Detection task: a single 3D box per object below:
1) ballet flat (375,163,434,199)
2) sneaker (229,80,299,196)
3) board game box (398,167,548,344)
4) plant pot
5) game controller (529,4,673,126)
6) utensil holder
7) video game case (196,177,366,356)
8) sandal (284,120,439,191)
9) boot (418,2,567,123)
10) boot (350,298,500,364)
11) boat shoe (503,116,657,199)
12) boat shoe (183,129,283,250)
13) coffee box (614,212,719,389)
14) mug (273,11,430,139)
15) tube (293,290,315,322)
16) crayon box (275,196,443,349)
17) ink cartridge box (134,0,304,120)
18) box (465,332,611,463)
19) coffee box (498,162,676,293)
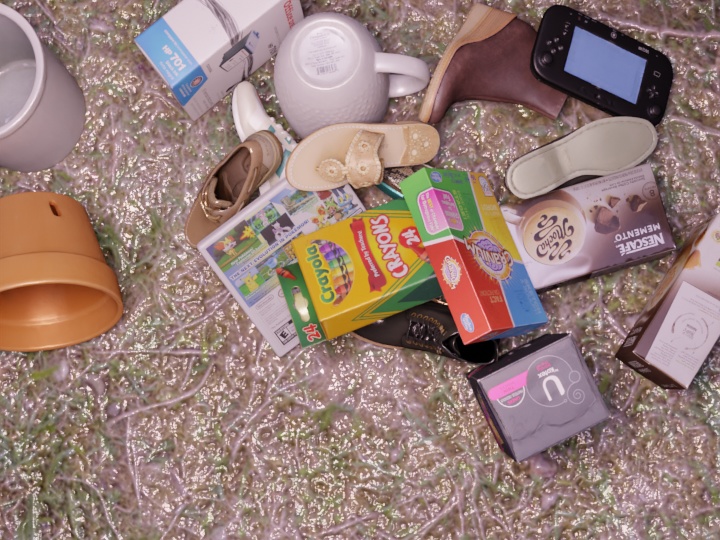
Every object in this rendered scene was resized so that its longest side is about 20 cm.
[{"bbox_3d":[0.104,-0.083,1.415,0.200,0.068,0.075,43,84,10],"label":"ballet flat"},{"bbox_3d":[-0.096,-0.151,1.414,0.092,0.070,0.203,-17,93,12],"label":"sneaker"},{"bbox_3d":[0.134,-0.019,1.302,0.040,0.152,0.203,-29,76,31],"label":"board game box"},{"bbox_3d":[-0.399,-0.003,1.374,0.197,0.201,0.142,-12,66,1],"label":"plant pot"},{"bbox_3d":[0.308,-0.259,1.413,0.197,0.042,0.106,21,85,-16],"label":"game controller"},{"bbox_3d":[-0.445,-0.219,1.387,0.167,0.200,0.173,0,82,3],"label":"utensil holder"},{"bbox_3d":[-0.074,-0.020,1.395,0.199,0.022,0.183,-36,112,-2],"label":"video game case"},{"bbox_3d":[0.016,-0.139,1.343,0.209,0.069,0.079,-15,113,-26],"label":"sandal"},{"bbox_3d":[0.179,-0.236,1.411,0.165,0.072,0.202,30,68,1],"label":"boot"},{"bbox_3d":[0.076,0.071,1.354,0.196,0.138,0.079,2,98,4],"label":"boot"},{"bbox_3d":[0.277,-0.145,1.416,0.198,0.061,0.073,-18,94,0],"label":"boat shoe"},{"bbox_3d":[-0.173,-0.095,1.385,0.071,0.064,0.201,46,123,11],"label":"boat shoe"},{"bbox_3d":[0.405,0.041,1.361,0.079,0.114,0.202,33,85,6],"label":"coffee box"},{"bbox_3d":[-0.012,-0.243,1.383,0.196,0.175,0.150,1,83,3],"label":"mug"},{"bbox_3d":[0.016,0.022,1.374,0.197,0.052,0.059,-21,71,0],"label":"tube"},{"bbox_3d":[0.000,0.000,1.332,0.197,0.051,0.128,-22,56,-2],"label":"crayon box"},{"bbox_3d":[-0.173,-0.301,1.412,0.199,0.146,0.086,-38,81,-3],"label":"ink cartridge box"},{"bbox_3d":[0.203,0.146,1.312,0.121,0.200,0.107,-26,86,-1],"label":"box"},{"bbox_3d":[0.280,-0.047,1.394,0.197,0.080,0.115,-15,81,1],"label":"coffee box"}]
